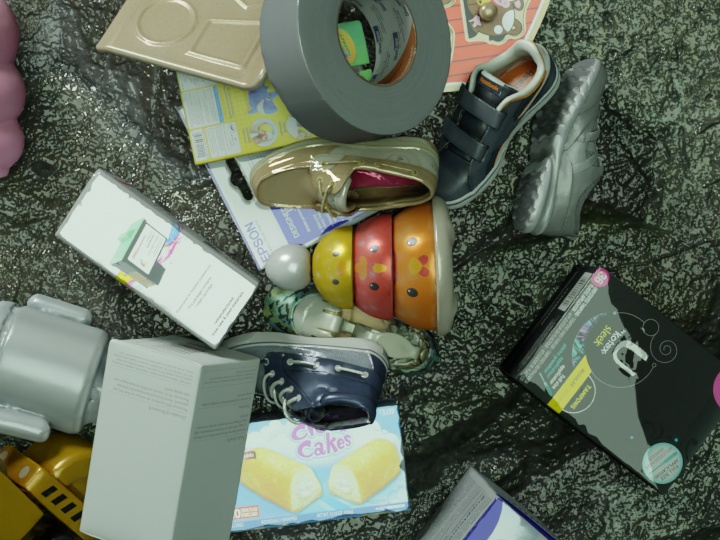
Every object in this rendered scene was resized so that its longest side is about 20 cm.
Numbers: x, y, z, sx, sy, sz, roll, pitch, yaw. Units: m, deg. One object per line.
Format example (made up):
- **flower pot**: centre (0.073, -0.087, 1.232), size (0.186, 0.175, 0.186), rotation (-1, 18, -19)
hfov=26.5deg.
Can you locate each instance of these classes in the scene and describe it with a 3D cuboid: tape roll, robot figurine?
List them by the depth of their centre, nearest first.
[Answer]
- **tape roll**: centre (-0.003, -0.230, 1.521), size (0.199, 0.066, 0.202), rotation (4, 84, -39)
- **robot figurine**: centre (-0.337, 0.101, 1.591), size (0.199, 0.113, 0.170), rotation (18, 50, -3)

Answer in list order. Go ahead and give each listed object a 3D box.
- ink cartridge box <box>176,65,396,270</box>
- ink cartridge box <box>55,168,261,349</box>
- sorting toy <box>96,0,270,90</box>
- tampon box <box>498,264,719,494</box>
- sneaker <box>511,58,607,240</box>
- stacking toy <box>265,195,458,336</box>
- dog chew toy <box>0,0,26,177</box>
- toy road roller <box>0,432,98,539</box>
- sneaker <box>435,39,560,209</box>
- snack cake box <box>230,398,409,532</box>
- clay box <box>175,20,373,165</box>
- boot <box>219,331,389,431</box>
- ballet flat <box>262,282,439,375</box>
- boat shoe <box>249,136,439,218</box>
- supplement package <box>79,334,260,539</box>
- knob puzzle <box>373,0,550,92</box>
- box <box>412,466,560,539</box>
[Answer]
- **ink cartridge box**: centre (-0.065, -0.131, 1.635), size (0.199, 0.043, 0.199), rotation (-27, 91, -3)
- **ink cartridge box**: centre (-0.205, -0.012, 1.580), size (0.199, 0.145, 0.084), rotation (36, 89, -3)
- **sorting toy**: centre (-0.148, -0.269, 1.571), size (0.199, 0.037, 0.186), rotation (14, 59, 21)
- **tampon box**: centre (0.274, 0.111, 1.614), size (0.200, 0.126, 0.150), rotation (37, 90, -3)
- **sneaker**: centre (0.228, -0.128, 1.647), size (0.082, 0.075, 0.201), rotation (18, 93, -23)
- **stacking toy**: centre (0.000, 0.000, 1.594), size (0.198, 0.146, 0.147), rotation (-3, 91, 1)
- **dog chew toy**: centre (-0.405, -0.193, 1.585), size (0.124, 0.125, 0.201), rotation (-13, 100, -2)
- **toy road roller**: centre (-0.341, 0.216, 1.574), size (0.146, 0.123, 0.200), rotation (-51, 123, -17)
- **sneaker**: centre (0.129, -0.161, 1.617), size (0.078, 0.079, 0.200), rotation (35, 86, 29)
- **snack cake box**: centre (-0.053, 0.206, 1.630), size (0.198, 0.067, 0.116), rotation (-7, 92, -2)
- **clay box**: centre (-0.086, -0.186, 1.588), size (0.199, 0.048, 0.116), rotation (-12, 95, -3)
- **boot**: centre (-0.073, 0.118, 1.590), size (0.199, 0.091, 0.073), rotation (-4, 130, 16)
- **ballet flat**: centre (-0.008, 0.060, 1.630), size (0.199, 0.074, 0.075), rotation (15, 90, -3)
- **boat shoe**: centre (-0.017, -0.091, 1.565), size (0.198, 0.069, 0.074), rotation (-8, 134, 6)
- **supplement package**: centre (-0.193, 0.176, 1.549), size (0.117, 0.117, 0.202), rotation (13, 95, 26)
- **knob puzzle**: centre (0.109, -0.287, 1.648), size (0.218, 0.030, 0.221), rotation (0, 91, -3)
- **box**: centre (0.109, 0.316, 1.573), size (0.105, 0.200, 0.184), rotation (39, 89, -3)
